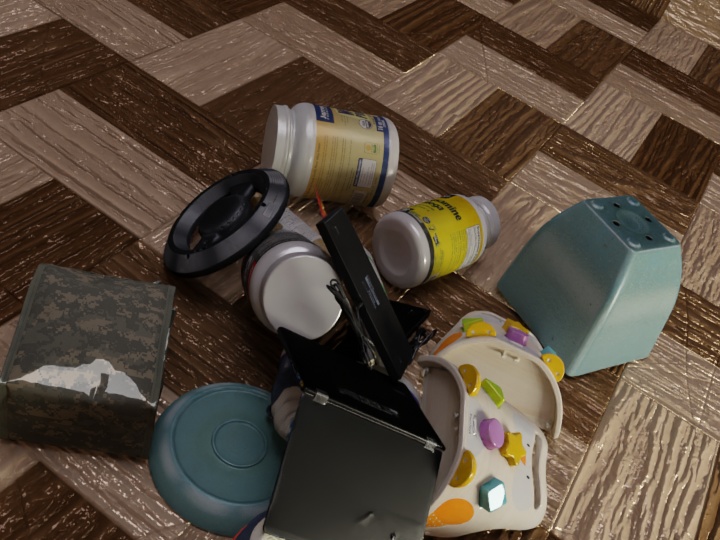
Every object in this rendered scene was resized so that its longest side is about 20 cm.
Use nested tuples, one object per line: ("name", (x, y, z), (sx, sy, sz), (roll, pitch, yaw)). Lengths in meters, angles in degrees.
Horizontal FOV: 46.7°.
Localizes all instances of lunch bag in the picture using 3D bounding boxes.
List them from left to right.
("lunch bag", (-0.293, 0.086, 0.916), (0.160, 0.119, 0.203), (10, 45, -12))

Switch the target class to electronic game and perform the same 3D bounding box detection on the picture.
("electronic game", (-0.181, -0.067, 1.121), (0.196, 0.042, 0.202), (-23, 35, 17))

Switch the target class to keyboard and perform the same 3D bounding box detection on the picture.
("keyboard", (0.000, 0.035, 0.943), (0.203, 0.020, 0.127), (63, 23, -9))
("keyboard", (0.030, 0.109, 1.119), (0.102, 0.041, 0.200), (13, 34, 30))

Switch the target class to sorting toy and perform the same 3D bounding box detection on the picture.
("sorting toy", (0.152, 0.212, 0.969), (0.178, 0.106, 0.204), (28, 53, -30))
("sorting toy", (0.200, 0.111, 1.156), (0.196, 0.109, 0.180), (24, 19, 3))

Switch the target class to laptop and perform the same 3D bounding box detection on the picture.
("laptop", (-0.017, 0.185, 0.873), (0.185, 0.117, 0.201), (28, 14, -28))

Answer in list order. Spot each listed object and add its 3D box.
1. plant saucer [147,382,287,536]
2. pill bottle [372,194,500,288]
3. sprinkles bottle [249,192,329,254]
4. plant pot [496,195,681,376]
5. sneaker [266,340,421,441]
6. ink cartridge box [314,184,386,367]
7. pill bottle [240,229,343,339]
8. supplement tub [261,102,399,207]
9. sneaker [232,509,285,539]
("plant saucer", (-0.137, 0.199, 0.932), (0.195, 0.028, 0.203), (13, 39, -11))
("pill bottle", (0.121, -0.052, 1.271), (0.197, 0.114, 0.112), (-20, 53, -40))
("sprinkles bottle", (-0.107, -0.049, 1.197), (0.199, 0.069, 0.068), (39, 42, 21))
("plant pot", (0.361, 0.003, 1.246), (0.192, 0.203, 0.198), (-7, 46, -33))
("sneaker", (-0.015, 0.176, 0.958), (0.197, 0.081, 0.148), (27, 36, -20))
("ink cartridge box", (0.000, 0.000, 1.069), (0.049, 0.203, 0.162), (-19, 29, 0))
("pill bottle", (-0.086, 0.016, 1.027), (0.111, 0.117, 0.200), (10, 6, -14))
("supplement tub", (-0.050, -0.183, 1.316), (0.195, 0.146, 0.146), (7, 40, -18))
("sneaker", (-0.066, 0.266, 0.858), (0.198, 0.083, 0.077), (2, 65, -57))
